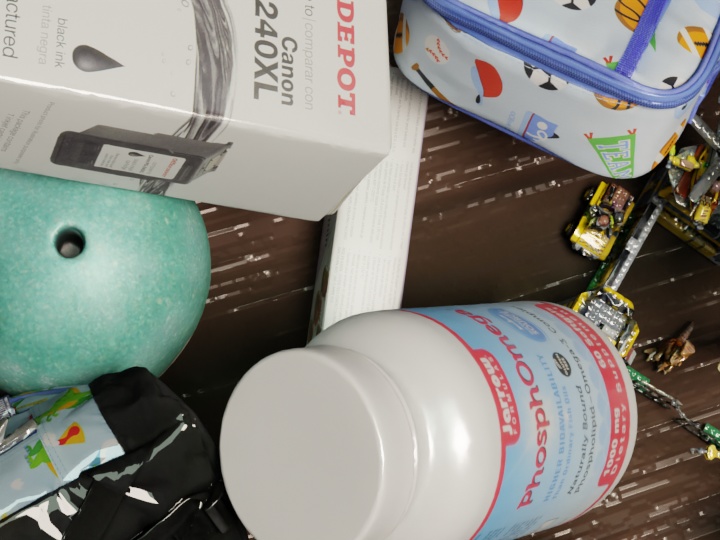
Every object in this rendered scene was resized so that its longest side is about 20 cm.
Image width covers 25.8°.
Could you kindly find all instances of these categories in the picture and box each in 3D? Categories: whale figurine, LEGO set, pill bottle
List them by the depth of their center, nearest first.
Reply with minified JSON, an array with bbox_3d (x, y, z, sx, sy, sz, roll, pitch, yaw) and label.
[{"bbox_3d":[0.033,0.070,0.686,0.199,0.108,0.110,-2,80,-55],"label":"pill bottle"},{"bbox_3d":[-0.160,-0.025,0.713,0.199,0.104,0.160,38,77,-2],"label":"whale figurine"},{"bbox_3d":[0.199,0.023,0.776,0.200,0.116,0.154,41,76,-4],"label":"LEGO set"}]

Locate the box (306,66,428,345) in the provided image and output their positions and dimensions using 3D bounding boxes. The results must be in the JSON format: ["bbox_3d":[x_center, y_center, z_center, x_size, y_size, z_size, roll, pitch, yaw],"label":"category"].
[{"bbox_3d":[0.000,0.000,0.777,0.041,0.039,0.203,9,80,-12],"label":"box"}]

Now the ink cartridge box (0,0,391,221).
[{"bbox_3d":[-0.089,-0.114,0.672,0.198,0.083,0.147,8,66,-24],"label":"ink cartridge box"}]

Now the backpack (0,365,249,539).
[{"bbox_3d":[-0.156,0.139,0.670,0.199,0.153,0.164,-37,134,-21],"label":"backpack"}]

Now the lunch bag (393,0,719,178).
[{"bbox_3d":[0.115,-0.143,0.762,0.159,0.076,0.201,24,51,9],"label":"lunch bag"}]
